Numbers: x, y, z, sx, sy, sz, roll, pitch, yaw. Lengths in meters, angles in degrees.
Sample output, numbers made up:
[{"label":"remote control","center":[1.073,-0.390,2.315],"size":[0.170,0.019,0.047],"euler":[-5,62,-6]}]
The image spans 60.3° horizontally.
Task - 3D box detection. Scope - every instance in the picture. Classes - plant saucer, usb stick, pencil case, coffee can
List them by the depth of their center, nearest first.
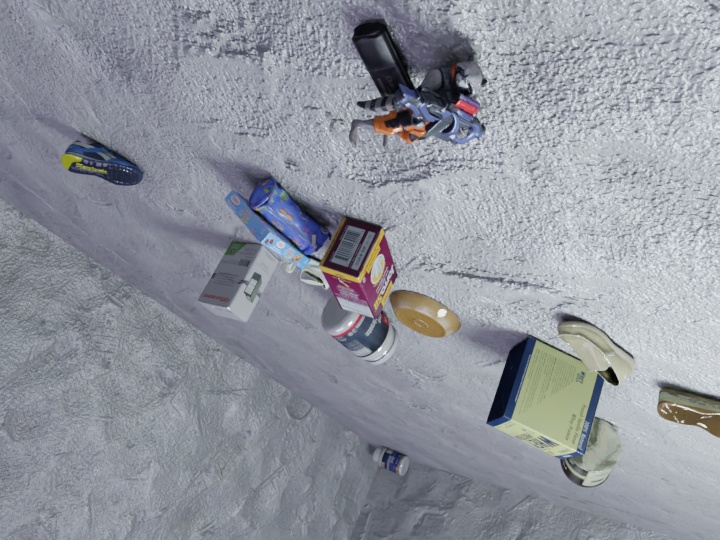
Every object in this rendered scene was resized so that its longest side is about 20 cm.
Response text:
[{"label":"usb stick","center":[0.049,-0.263,0.881],"size":[0.054,0.033,0.201],"euler":[1,147,31]},{"label":"pencil case","center":[-0.154,-0.113,1.365],"size":[0.200,0.078,0.087],"euler":[42,-172,-33]},{"label":"plant saucer","center":[0.159,0.121,1.585],"size":[0.197,0.036,0.201],"euler":[23,158,10]},{"label":"coffee can","center":[0.644,0.513,1.742],"size":[0.144,0.148,0.201],"euler":[17,155,22]}]

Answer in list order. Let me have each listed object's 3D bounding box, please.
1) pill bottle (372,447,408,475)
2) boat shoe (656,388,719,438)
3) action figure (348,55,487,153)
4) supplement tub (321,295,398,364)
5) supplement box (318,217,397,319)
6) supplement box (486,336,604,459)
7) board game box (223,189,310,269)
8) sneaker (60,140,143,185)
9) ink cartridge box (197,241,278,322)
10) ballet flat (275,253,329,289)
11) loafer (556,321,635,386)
[{"label":"pill bottle","center":[0.174,1.097,3.578],"size":[0.197,0.112,0.111],"euler":[13,154,30]},{"label":"boat shoe","center":[0.733,0.297,1.304],"size":[0.196,0.063,0.074],"euler":[17,130,18]},{"label":"action figure","center":[0.072,-0.223,0.814],"size":[0.191,0.107,0.199],"euler":[-21,163,29]},{"label":"supplement tub","center":[0.000,0.155,1.696],"size":[0.139,0.142,0.200],"euler":[0,146,48]},{"label":"supplement box","center":[0.000,0.000,1.374],"size":[0.101,0.133,0.201],"euler":[16,157,22]},{"label":"supplement box","center":[0.431,0.300,1.446],"size":[0.197,0.203,0.135],"euler":[24,159,2]},{"label":"board game box","center":[-0.207,-0.088,1.398],"size":[0.151,0.037,0.200],"euler":[47,-175,26]},{"label":"sneaker","center":[-0.658,-0.282,1.597],"size":[0.197,0.083,0.074],"euler":[17,135,-23]},{"label":"ink cartridge box","center":[-0.340,0.030,1.727],"size":[0.143,0.203,0.084],"euler":[7,152,40]},{"label":"ballet flat","center":[-0.156,-0.012,1.611],"size":[0.197,0.070,0.070],"euler":[27,158,2]},{"label":"loafer","center":[0.487,0.173,1.283],"size":[0.198,0.069,0.076],"euler":[32,157,-11]}]
